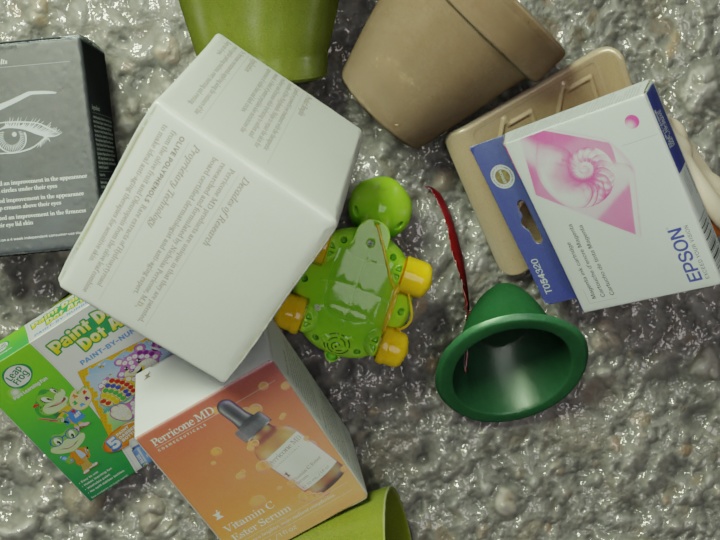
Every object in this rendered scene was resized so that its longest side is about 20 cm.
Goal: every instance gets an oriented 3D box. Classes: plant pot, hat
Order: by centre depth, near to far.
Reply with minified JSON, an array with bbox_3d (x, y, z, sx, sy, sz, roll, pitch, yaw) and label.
[{"bbox_3d":[-0.100,-0.283,0.901,0.197,0.201,0.196,-3,107,-6],"label":"plant pot"},{"bbox_3d":[0.077,-0.224,0.930,0.200,0.200,0.175,42,109,-8],"label":"plant pot"},{"bbox_3d":[-0.049,0.336,0.966,0.197,0.187,0.190,-11,96,10],"label":"plant pot"},{"bbox_3d":[0.152,0.039,1.028,0.163,0.177,0.202,-1,134,-6],"label":"hat"}]

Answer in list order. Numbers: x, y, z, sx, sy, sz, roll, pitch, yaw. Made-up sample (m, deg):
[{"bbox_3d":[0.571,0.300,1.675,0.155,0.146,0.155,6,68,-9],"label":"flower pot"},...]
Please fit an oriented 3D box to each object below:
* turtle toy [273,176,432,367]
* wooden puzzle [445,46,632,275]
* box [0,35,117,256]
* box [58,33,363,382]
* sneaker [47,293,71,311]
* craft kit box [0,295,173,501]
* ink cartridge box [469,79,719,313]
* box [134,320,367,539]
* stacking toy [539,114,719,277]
[{"bbox_3d":[0.000,0.000,0.964,0.144,0.101,0.202,19,96,-2],"label":"turtle toy"},{"bbox_3d":[0.206,-0.116,0.987,0.198,0.046,0.186,-28,118,1],"label":"wooden puzzle"},{"bbox_3d":[-0.323,-0.119,0.911,0.146,0.104,0.203,-4,95,-2],"label":"box"},{"bbox_3d":[-0.123,-0.060,0.817,0.170,0.200,0.201,31,118,-10],"label":"box"},{"bbox_3d":[-0.236,0.027,0.967,0.199,0.076,0.077,-31,109,6],"label":"sneaker"},{"bbox_3d":[-0.249,0.112,0.940,0.199,0.049,0.199,-33,121,-3],"label":"craft kit box"},{"bbox_3d":[0.221,-0.056,0.889,0.198,0.043,0.198,-17,110,37],"label":"ink cartridge box"},{"bbox_3d":[-0.108,0.164,0.920,0.151,0.107,0.201,-30,120,4],"label":"box"},{"bbox_3d":[0.269,-0.052,0.951,0.199,0.146,0.146,-37,98,24],"label":"stacking toy"}]
